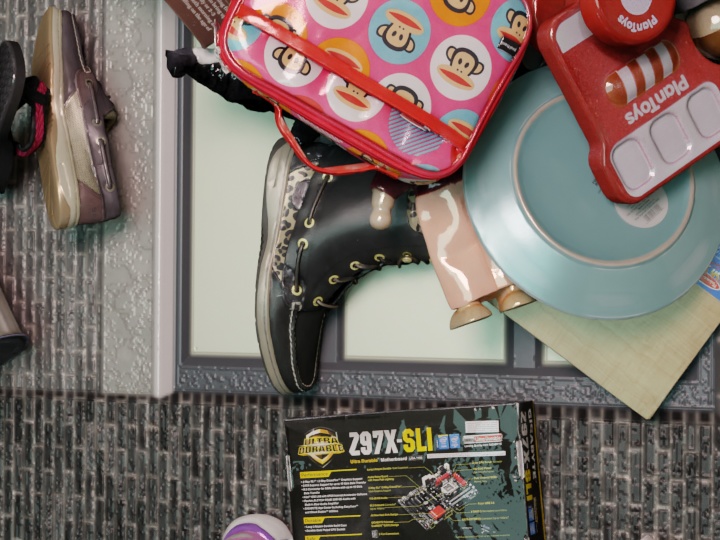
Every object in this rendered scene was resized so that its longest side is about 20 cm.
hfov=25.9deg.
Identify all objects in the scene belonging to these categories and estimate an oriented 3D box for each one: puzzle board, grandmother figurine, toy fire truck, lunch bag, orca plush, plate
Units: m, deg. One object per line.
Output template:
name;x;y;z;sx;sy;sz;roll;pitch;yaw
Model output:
puzzle board;0.178;-0.009;1.168;0.199;0.017;0.151;36;97;6
grandmother figurine;0.061;-0.061;1.153;0.120;0.061;0.202;-16;85;-18
toy fire truck;0.221;-0.162;1.110;0.199;0.112;0.169;-33;103;-18
lunch bag;0.002;-0.152;1.089;0.199;0.082;0.177;29;88;-4
orca plush;-0.051;-0.133;1.207;0.105;0.198;0.072;-21;66;61
plate;0.172;-0.064;1.126;0.198;0.026;0.202;3;70;-8

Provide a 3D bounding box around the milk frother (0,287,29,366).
milk frother;-0.416;0.026;1.370;0.189;0.179;0.200;63;152;11

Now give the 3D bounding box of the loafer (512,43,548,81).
loafer;0.114;-0.159;1.186;0.200;0.063;0.072;-38;75;17

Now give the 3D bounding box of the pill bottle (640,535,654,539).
pill bottle;0.244;0.291;1.105;0.200;0.113;0.114;44;104;16

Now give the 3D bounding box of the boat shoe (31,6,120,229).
boat shoe;-0.239;-0.129;1.324;0.072;0.064;0.202;132;134;-56

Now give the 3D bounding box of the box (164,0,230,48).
box;-0.068;-0.267;1.150;0.199;0.100;0.075;-31;36;14

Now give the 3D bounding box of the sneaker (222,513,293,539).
sneaker;-0.081;0.299;1.246;0.080;0.088;0.202;-18;84;19

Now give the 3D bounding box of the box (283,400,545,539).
box;0.042;0.188;1.220;0.198;0.049;0.161;-7;85;21

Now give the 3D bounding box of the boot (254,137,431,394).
boot;0.000;-0.001;1.227;0.152;0.073;0.206;3;92;18

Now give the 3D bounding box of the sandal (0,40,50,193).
sandal;-0.283;-0.126;1.301;0.045;0.200;0.076;4;66;-14
